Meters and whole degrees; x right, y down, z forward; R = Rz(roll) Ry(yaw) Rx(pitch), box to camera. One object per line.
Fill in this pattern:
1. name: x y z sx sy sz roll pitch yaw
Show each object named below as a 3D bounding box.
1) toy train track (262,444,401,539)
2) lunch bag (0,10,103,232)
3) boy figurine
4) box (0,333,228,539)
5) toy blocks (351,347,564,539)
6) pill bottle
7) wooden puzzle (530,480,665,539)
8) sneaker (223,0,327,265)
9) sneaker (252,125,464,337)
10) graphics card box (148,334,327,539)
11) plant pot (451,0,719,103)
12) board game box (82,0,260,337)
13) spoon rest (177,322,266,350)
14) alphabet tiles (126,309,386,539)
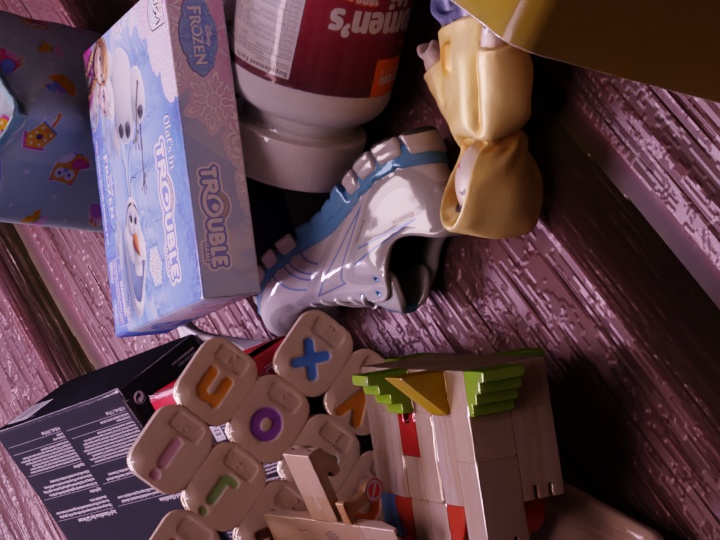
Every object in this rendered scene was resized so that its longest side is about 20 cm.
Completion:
1. toy train track: 0.009 0.184 1.298 0.114 0.032 0.201 1 121 47
2. lunch bag: -0.241 -0.124 1.623 0.200 0.170 0.122 52 124 39
3. boy figurine: 0.062 -0.117 1.283 0.124 0.064 0.201 -170 70 -71
4. box: -0.153 0.138 1.550 0.200 0.079 0.142 -20 103 54
5. toy blocks: 0.059 0.119 1.250 0.200 0.099 0.138 177 84 -69
6. pill bottle: -0.025 -0.158 1.372 0.109 0.109 0.201 38 122 46
7. wooden puzzle: 0.108 0.209 1.282 0.200 0.037 0.186 29 115 55
8. sneaker: -0.087 -0.080 1.501 0.115 0.080 0.201 -25 66 56
9. sneaker: 0.000 0.000 1.385 0.200 0.075 0.087 -48 61 45
10. graphics card box: -0.045 0.146 1.408 0.125 0.051 0.201 -24 96 54
11. plant pot: 0.127 -0.213 1.104 0.200 0.199 0.177 44 116 43
12. board game box: -0.127 -0.068 1.431 0.199 0.043 0.201 158 105 -66
13. spoon rest: -0.078 0.060 1.493 0.200 0.060 0.100 56 168 40
14. alphabet tiles: -0.038 0.133 1.336 0.196 0.200 0.015 -57 13 -16
